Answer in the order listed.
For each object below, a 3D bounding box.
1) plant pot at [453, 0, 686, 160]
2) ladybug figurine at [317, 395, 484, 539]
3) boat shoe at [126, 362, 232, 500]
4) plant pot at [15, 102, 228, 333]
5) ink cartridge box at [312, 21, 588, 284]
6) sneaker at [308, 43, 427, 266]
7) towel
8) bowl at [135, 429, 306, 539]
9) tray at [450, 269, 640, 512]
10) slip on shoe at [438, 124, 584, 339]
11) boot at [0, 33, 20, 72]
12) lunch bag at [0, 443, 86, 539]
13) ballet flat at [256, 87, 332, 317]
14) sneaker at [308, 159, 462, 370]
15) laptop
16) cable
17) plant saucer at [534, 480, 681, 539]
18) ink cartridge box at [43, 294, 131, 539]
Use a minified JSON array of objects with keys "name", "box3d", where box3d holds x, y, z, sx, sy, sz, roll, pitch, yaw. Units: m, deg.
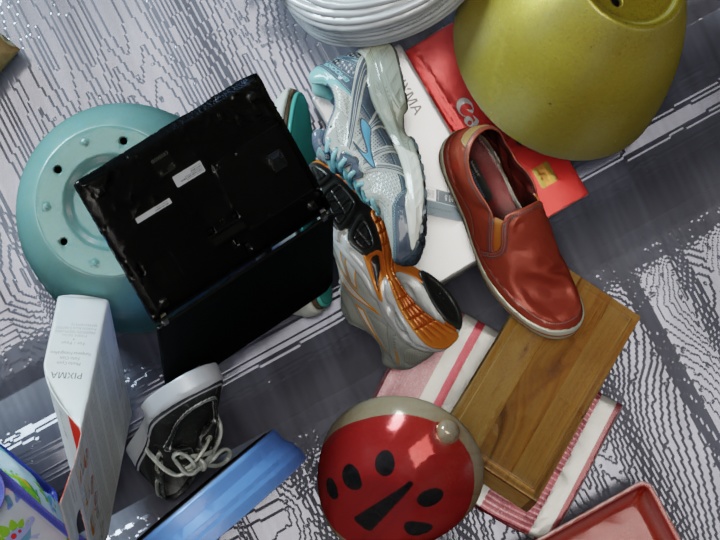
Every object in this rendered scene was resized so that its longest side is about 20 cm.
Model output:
[{"name":"plant pot","box3d":[0.195,-0.212,1.528,0.198,0.142,0.202,7,67,-17]},{"name":"ladybug figurine","box3d":[0.026,0.176,1.514,0.135,0.200,0.072,36,52,0]},{"name":"boat shoe","box3d":[-0.147,0.141,1.515,0.073,0.200,0.068,-23,74,-31]},{"name":"plant pot","box3d":[-0.202,-0.050,1.546,0.198,0.161,0.203,0,87,0]},{"name":"ink cartridge box","box3d":[0.080,-0.109,1.607,0.175,0.045,0.201,-31,87,-1]},{"name":"sneaker","box3d":[0.005,-0.092,1.538,0.085,0.078,0.202,-11,67,-4]},{"name":"towel","box3d":[0.112,0.131,1.602,0.199,0.023,0.145,29,85,0]},{"name":"bowl","box3d":[-0.132,0.204,1.507,0.200,0.201,0.039,-40,88,-2]},{"name":"tray","box3d":[0.152,0.094,1.560,0.098,0.037,0.201,32,65,2]},{"name":"slip on shoe","box3d":[0.132,-0.034,1.548,0.074,0.061,0.201,-25,86,-25]},{"name":"boot","box3d":[-0.366,-0.122,1.599,0.175,0.066,0.201,36,86,2]},{"name":"lunch bag","box3d":[-0.354,0.213,1.507,0.170,0.127,0.200,-45,125,-5]},{"name":"ballet flat","box3d":[-0.071,-0.058,1.599,0.069,0.069,0.202,-7,87,0]},{"name":"sneaker","box3d":[0.000,0.000,1.568,0.075,0.092,0.201,-21,74,-40]},{"name":"laptop","box3d":[-0.121,-0.026,1.479,0.177,0.103,0.201,-34,102,-20]},{"name":"cable","box3d":[0.016,-0.281,1.567,0.199,0.069,0.201,22,68,28]},{"name":"plant saucer","box3d":[0.206,0.313,1.577,0.199,0.037,0.201,-29,89,-1]},{"name":"ink cartridge box","box3d":[-0.231,0.147,1.480,0.047,0.161,0.201,4,50,4]}]
